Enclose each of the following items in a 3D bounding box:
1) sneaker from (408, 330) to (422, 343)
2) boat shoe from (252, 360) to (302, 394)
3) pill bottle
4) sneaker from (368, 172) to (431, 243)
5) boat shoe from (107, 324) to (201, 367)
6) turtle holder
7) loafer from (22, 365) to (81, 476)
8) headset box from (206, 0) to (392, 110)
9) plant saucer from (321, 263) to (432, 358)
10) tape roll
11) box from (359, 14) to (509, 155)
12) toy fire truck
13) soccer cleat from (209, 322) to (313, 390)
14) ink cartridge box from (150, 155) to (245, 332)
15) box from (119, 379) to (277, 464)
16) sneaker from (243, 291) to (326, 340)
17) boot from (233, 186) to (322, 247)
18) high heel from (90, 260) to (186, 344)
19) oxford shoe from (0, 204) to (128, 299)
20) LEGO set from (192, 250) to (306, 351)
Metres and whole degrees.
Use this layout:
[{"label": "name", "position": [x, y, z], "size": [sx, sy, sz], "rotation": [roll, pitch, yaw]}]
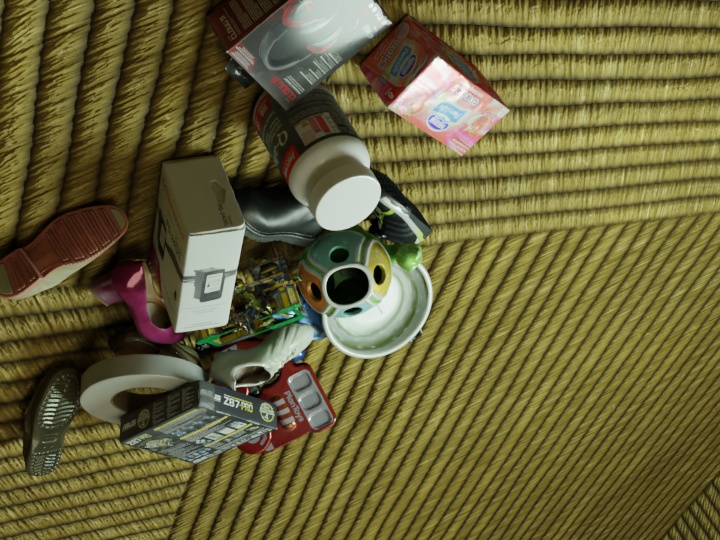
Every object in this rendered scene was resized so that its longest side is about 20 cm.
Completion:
[{"label": "sneaker", "position": [0.042, 0.071, 1.941], "size": [0.074, 0.080, 0.199], "rotation": [-44, 142, 22]}, {"label": "boat shoe", "position": [-0.189, 0.207, 1.943], "size": [0.199, 0.069, 0.075], "rotation": [-32, 148, 4]}, {"label": "pill bottle", "position": [-0.056, -0.157, 1.469], "size": [0.115, 0.201, 0.116], "rotation": [-20, 144, -15]}, {"label": "sneaker", "position": [0.046, -0.079, 1.760], "size": [0.083, 0.072, 0.200], "rotation": [-35, 145, 10]}, {"label": "boat shoe", "position": [-0.314, 0.145, 1.765], "size": [0.076, 0.074, 0.200], "rotation": [-40, 145, 14]}, {"label": "turtle holder", "position": [-0.005, 0.010, 1.718], "size": [0.184, 0.132, 0.142], "rotation": [10, 102, -6]}, {"label": "loafer", "position": [-0.494, 0.228, 1.745], "size": [0.076, 0.067, 0.201], "rotation": [4, 117, -44]}, {"label": "headset box", "position": [-0.081, -0.303, 1.377], "size": [0.199, 0.075, 0.149], "rotation": [-37, 146, 9]}, {"label": "plant saucer", "position": [0.022, 0.049, 1.857], "size": [0.198, 0.050, 0.202], "rotation": [-10, 118, -18]}, {"label": "tape roll", "position": [-0.331, 0.187, 1.714], "size": [0.201, 0.037, 0.203], "rotation": [-3, 151, -2]}, {"label": "box", "position": [0.106, -0.255, 1.562], "size": [0.103, 0.095, 0.199], "rotation": [-42, 144, 18]}, {"label": "toy fire truck", "position": [-0.150, 0.199, 1.853], "size": [0.167, 0.201, 0.112], "rotation": [-26, -173, 3]}, {"label": "soccer cleat", "position": [-0.146, 0.140, 1.752], "size": [0.199, 0.077, 0.070], "rotation": [-21, 131, -36]}, {"label": "ink cartridge box", "position": [-0.228, -0.037, 1.537], "size": [0.083, 0.146, 0.201], "rotation": [-8, 140, -23]}, {"label": "box", "position": [-0.253, 0.240, 1.730], "size": [0.199, 0.050, 0.161], "rotation": [-28, 145, 36]}, {"label": "sneaker", "position": [-0.100, 0.068, 1.839], "size": [0.199, 0.066, 0.079], "rotation": [0, 133, -37]}, {"label": "boot", "position": [-0.086, -0.116, 1.602], "size": [0.158, 0.080, 0.210], "rotation": [-40, 156, 25]}, {"label": "high heel", "position": [-0.300, 0.046, 1.649], "size": [0.095, 0.068, 0.200], "rotation": [-21, 138, 23]}, {"label": "oxford shoe", "position": [-0.404, -0.025, 1.508], "size": [0.199, 0.071, 0.074], "rotation": [-28, 171, -6]}, {"label": "LEGO set", "position": [-0.177, 0.033, 1.686], "size": [0.198, 0.117, 0.154], "rotation": [-22, 168, 12]}]
